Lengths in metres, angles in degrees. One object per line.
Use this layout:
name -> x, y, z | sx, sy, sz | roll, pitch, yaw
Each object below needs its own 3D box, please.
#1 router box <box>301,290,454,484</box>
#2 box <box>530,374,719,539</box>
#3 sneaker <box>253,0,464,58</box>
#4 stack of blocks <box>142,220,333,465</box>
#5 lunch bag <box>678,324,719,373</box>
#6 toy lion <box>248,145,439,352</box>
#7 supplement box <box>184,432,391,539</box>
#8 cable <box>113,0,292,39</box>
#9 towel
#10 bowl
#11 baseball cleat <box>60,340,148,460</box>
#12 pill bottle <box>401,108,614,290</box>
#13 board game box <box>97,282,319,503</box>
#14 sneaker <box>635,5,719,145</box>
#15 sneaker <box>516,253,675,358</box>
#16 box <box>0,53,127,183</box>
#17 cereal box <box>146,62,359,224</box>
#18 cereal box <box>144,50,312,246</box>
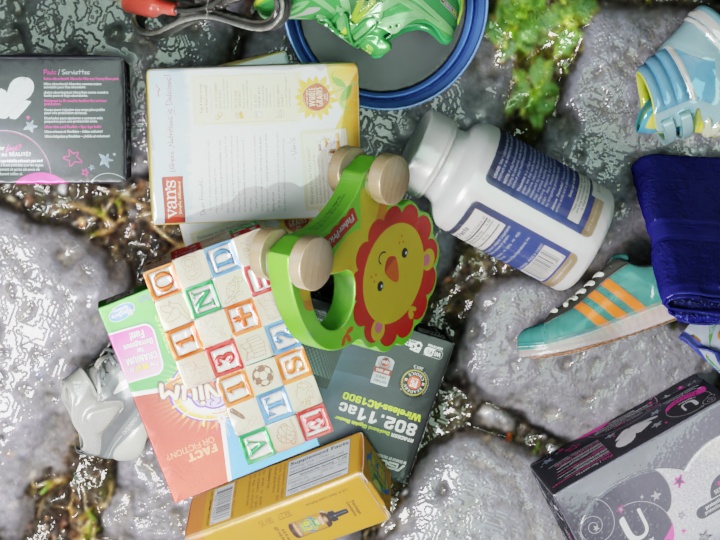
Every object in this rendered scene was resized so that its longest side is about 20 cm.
router box -> -0.023, 0.107, 1.659 | 0.198, 0.062, 0.151 | 17, 98, -8
box -> 0.292, 0.216, 1.681 | 0.199, 0.115, 0.133 | -28, 100, -1
sneaker -> 0.000, -0.240, 1.564 | 0.197, 0.074, 0.085 | 0, 95, -6
stack of blocks -> -0.112, 0.070, 1.539 | 0.114, 0.059, 0.202 | -21, 100, -4
lunch bag -> 0.452, 0.078, 1.677 | 0.200, 0.124, 0.170 | 42, 93, -22
toy lion -> 0.000, 0.000, 1.547 | 0.200, 0.068, 0.193 | -47, 133, -35
supplement box -> -0.069, 0.230, 1.634 | 0.198, 0.069, 0.067 | -21, 122, 19
cable -> -0.157, -0.247, 1.558 | 0.199, 0.050, 0.098 | 26, 108, 31
towel -> 0.342, -0.029, 1.623 | 0.146, 0.201, 0.050 | 4, 135, -7
bowl -> 0.023, -0.256, 1.622 | 0.198, 0.039, 0.203 | -1, 98, -6
baseball cleat -> -0.229, 0.087, 1.623 | 0.105, 0.070, 0.202 | 10, 98, -28
pill bottle -> 0.135, -0.072, 1.624 | 0.199, 0.111, 0.112 | 28, 95, -9
board game box -> -0.142, 0.097, 1.590 | 0.152, 0.040, 0.202 | -22, 100, -4
sneaker -> 0.346, -0.143, 1.654 | 0.130, 0.080, 0.201 | -38, 91, -1
sneaker -> 0.244, 0.030, 1.678 | 0.198, 0.071, 0.081 | -18, 82, 2
box -> -0.312, -0.140, 1.550 | 0.197, 0.132, 0.116 | 0, 95, -6
cereal box -> -0.100, -0.120, 1.580 | 0.197, 0.040, 0.146 | -2, 100, -7
cereal box -> -0.117, -0.099, 1.630 | 0.142, 0.040, 0.202 | -14, 99, -5
